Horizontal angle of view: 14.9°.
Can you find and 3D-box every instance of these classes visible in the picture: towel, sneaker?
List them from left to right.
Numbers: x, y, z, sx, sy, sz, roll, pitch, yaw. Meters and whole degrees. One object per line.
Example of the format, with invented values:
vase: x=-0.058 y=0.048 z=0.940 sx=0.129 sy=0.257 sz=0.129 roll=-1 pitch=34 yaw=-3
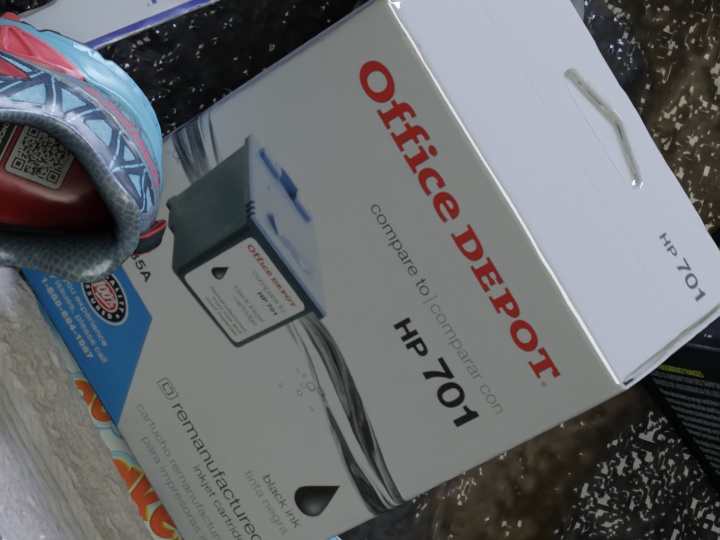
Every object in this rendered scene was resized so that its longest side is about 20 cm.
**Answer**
sneaker: x=-0.149 y=-0.049 z=0.827 sx=0.200 sy=0.096 sz=0.079 roll=14 pitch=113 yaw=-18
towel: x=-0.103 y=0.077 z=0.873 sx=0.034 sy=0.133 sz=0.200 roll=-30 pitch=79 yaw=13

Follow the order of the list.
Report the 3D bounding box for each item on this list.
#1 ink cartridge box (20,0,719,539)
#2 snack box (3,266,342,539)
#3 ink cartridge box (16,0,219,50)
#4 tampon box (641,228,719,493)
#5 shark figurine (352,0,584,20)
ink cartridge box: x=0.000 y=0.000 z=0.917 sx=0.086 sy=0.200 sz=0.147 roll=-32 pitch=91 yaw=-49
snack box: x=-0.108 y=0.084 z=0.988 sx=0.200 sy=0.037 sz=0.116 roll=43 pitch=81 yaw=-16
ink cartridge box: x=-0.158 y=-0.149 z=0.929 sx=0.196 sy=0.043 sz=0.200 roll=-23 pitch=87 yaw=-15
tampon box: x=0.222 y=0.057 z=1.046 sx=0.150 sy=0.126 sz=0.200 roll=-38 pitch=104 yaw=-12
shark figurine: x=0.033 y=-0.089 z=0.979 sx=0.089 sy=0.128 sz=0.215 roll=22 pitch=88 yaw=-30
